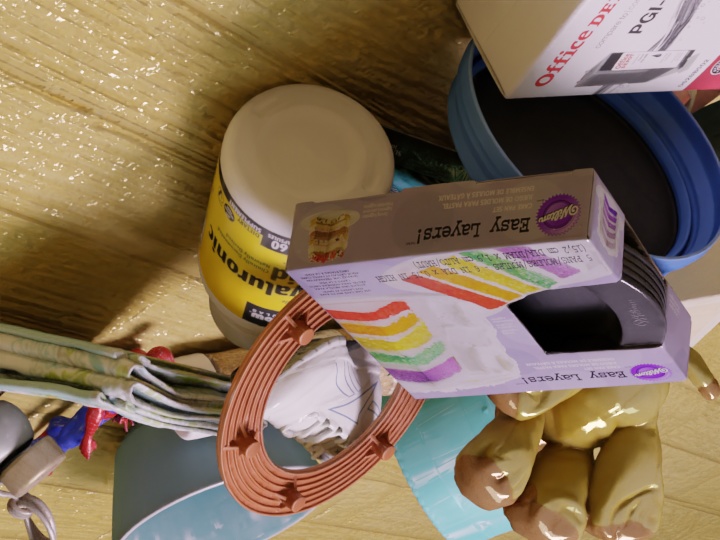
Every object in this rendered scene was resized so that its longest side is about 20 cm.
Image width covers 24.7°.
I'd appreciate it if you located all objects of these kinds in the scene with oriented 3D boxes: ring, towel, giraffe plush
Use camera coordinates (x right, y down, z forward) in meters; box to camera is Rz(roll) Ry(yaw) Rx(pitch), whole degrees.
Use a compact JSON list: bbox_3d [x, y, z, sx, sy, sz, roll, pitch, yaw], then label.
[{"bbox_3d":[-0.012,0.081,1.089,0.200,0.019,0.201,-30,138,-31],"label":"ring"},{"bbox_3d":[-0.185,0.075,1.144,0.199,0.048,0.171,9,173,34],"label":"towel"},{"bbox_3d":[0.143,0.088,1.199,0.172,0.162,0.200,33,88,-19],"label":"giraffe plush"}]

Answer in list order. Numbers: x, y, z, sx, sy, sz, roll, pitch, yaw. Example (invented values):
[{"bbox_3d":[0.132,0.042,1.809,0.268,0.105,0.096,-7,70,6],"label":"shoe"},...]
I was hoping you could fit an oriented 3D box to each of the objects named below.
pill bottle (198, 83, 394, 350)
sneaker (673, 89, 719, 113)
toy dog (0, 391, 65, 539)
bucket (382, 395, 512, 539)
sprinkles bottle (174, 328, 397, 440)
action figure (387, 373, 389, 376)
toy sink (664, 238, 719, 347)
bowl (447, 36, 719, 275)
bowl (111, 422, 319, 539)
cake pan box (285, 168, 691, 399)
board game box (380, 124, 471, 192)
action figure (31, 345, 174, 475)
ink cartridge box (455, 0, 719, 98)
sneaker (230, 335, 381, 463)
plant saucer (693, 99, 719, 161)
[{"bbox_3d":[-0.049,-0.025,1.095,0.111,0.112,0.200,-14,155,-19],"label":"pill bottle"},{"bbox_3d":[0.194,-0.092,1.182,0.199,0.105,0.075,-19,153,-11],"label":"sneaker"},{"bbox_3d":[-0.301,0.154,1.250,0.096,0.132,0.200,-34,155,-35],"label":"toy dog"},{"bbox_3d":[0.114,0.143,1.487,0.134,0.208,0.207,-26,156,13],"label":"bucket"},{"bbox_3d":[-0.063,0.089,1.372,0.199,0.068,0.068,-10,153,-27],"label":"sprinkles bottle"},{"bbox_3d":[0.106,0.014,1.308,0.200,0.055,0.118,-23,-153,44],"label":"action figure"},{"bbox_3d":[0.238,-0.004,1.370,0.199,0.131,0.112,-10,153,-30],"label":"toy sink"},{"bbox_3d":[0.143,-0.077,1.044,0.200,0.201,0.039,-2,146,-38],"label":"bowl"},{"bbox_3d":[-0.136,0.175,1.439,0.200,0.105,0.201,-19,157,-9],"label":"bowl"},{"bbox_3d":[0.084,0.014,0.978,0.199,0.053,0.184,-5,151,26],"label":"cake pan box"},{"bbox_3d":[0.074,-0.042,1.162,0.028,0.135,0.200,-65,156,-10],"label":"board game box"},{"bbox_3d":[-0.212,0.117,1.309,0.200,0.052,0.065,-42,-179,34],"label":"action figure"},{"bbox_3d":[0.182,-0.181,1.010,0.199,0.083,0.147,-7,152,-33],"label":"ink cartridge box"},{"bbox_3d":[-0.025,0.093,1.154,0.074,0.088,0.200,-17,172,22],"label":"sneaker"},{"bbox_3d":[0.238,-0.070,1.212,0.200,0.027,0.200,-31,-167,8],"label":"plant saucer"}]
